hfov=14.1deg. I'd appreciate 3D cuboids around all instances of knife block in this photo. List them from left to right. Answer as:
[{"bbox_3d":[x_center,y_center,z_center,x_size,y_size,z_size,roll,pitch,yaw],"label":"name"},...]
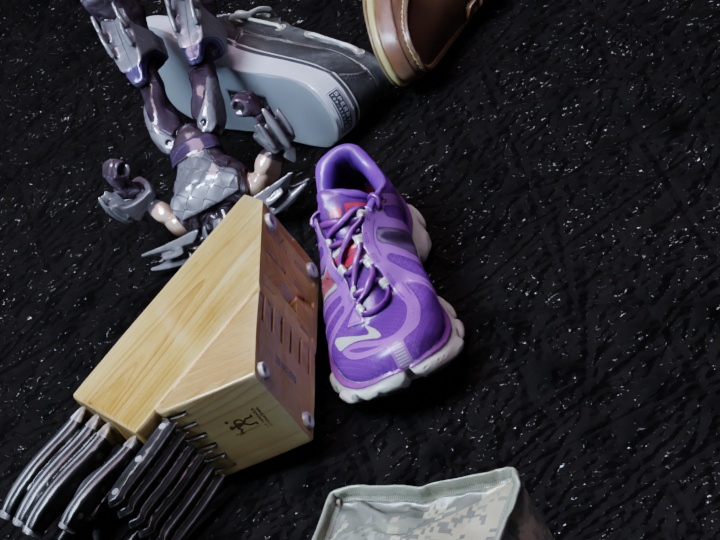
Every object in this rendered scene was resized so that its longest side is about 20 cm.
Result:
[{"bbox_3d":[-0.113,0.071,1.621,0.175,0.064,0.200,-21,41,21],"label":"knife block"}]

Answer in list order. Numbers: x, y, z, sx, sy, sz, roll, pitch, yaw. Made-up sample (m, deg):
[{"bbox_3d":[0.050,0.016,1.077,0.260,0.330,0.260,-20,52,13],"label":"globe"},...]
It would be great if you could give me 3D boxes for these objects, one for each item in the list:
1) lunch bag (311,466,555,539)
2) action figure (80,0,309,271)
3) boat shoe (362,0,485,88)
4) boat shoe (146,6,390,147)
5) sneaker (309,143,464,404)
[{"bbox_3d":[0.033,0.211,1.250,0.117,0.164,0.200,-9,38,31],"label":"lunch bag"},{"bbox_3d":[-0.106,-0.085,1.792,0.130,0.069,0.200,-23,66,9],"label":"action figure"},{"bbox_3d":[0.052,-0.193,1.867,0.067,0.072,0.200,-13,34,26],"label":"boat shoe"},{"bbox_3d":[-0.066,-0.136,1.878,0.199,0.074,0.068,14,45,44],"label":"boat shoe"},{"bbox_3d":[0.000,0.000,1.635,0.080,0.084,0.200,-26,34,6],"label":"sneaker"}]
